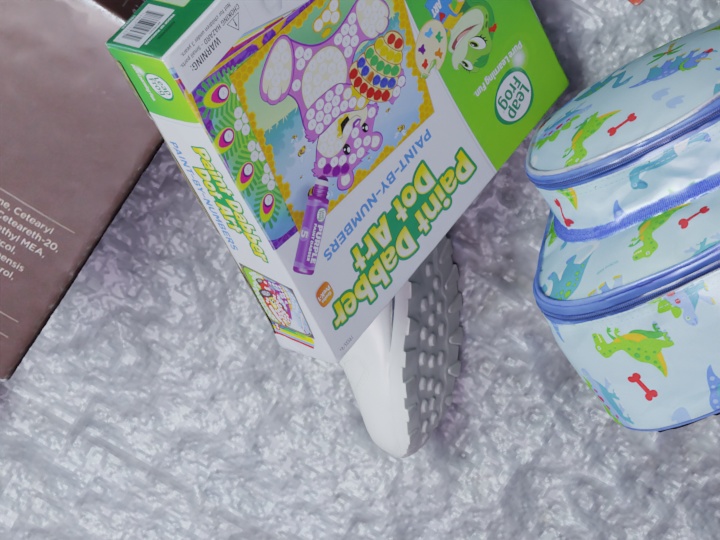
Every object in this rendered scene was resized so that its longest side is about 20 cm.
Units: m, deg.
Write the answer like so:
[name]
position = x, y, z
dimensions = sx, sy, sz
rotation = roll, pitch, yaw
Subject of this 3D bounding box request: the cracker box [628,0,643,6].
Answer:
[cracker box]
position = 0.098, -0.240, 1.417
dimensions = 0.200, 0.058, 0.134
rotation = 37, 115, -8

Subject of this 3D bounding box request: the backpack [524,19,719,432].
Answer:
[backpack]
position = 0.164, -0.025, 1.420
dimensions = 0.183, 0.200, 0.147
rotation = -25, 110, 19

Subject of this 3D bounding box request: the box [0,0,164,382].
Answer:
[box]
position = -0.175, -0.090, 1.467
dimensions = 0.164, 0.166, 0.200
rotation = 33, 115, -5

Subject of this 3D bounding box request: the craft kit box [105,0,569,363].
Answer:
[craft kit box]
position = -0.005, -0.095, 1.402
dimensions = 0.048, 0.200, 0.198
rotation = 17, 148, 40

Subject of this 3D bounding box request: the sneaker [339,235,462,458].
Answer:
[sneaker]
position = 0.000, 0.000, 1.539
dimensions = 0.080, 0.076, 0.201
rotation = 0, 109, 22
